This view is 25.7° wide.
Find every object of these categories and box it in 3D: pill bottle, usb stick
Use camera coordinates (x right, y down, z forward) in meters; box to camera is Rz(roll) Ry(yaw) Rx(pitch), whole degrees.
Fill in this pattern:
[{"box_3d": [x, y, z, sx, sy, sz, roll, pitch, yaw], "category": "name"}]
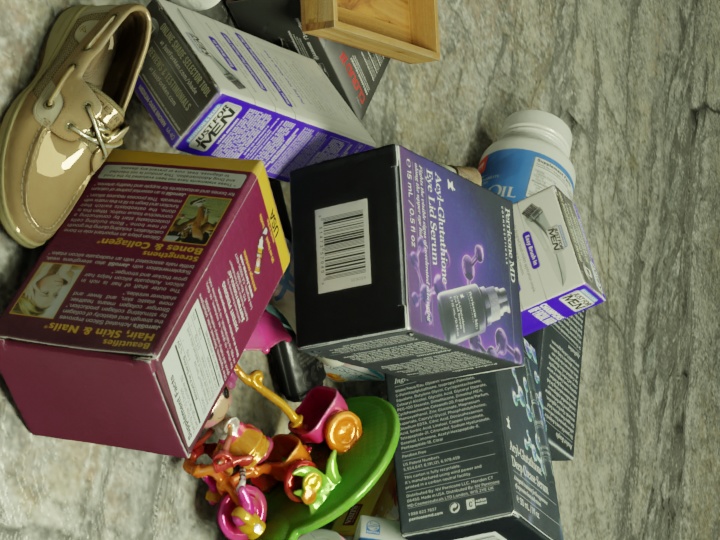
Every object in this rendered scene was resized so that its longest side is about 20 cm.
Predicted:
[{"box_3d": [0.175, -0.076, 1.736, 0.112, 0.112, 0.201, 56, 40, -42], "category": "pill bottle"}, {"box_3d": [-0.069, 0.014, 1.360, 0.055, 0.032, 0.201, -35, 116, -53], "category": "usb stick"}]

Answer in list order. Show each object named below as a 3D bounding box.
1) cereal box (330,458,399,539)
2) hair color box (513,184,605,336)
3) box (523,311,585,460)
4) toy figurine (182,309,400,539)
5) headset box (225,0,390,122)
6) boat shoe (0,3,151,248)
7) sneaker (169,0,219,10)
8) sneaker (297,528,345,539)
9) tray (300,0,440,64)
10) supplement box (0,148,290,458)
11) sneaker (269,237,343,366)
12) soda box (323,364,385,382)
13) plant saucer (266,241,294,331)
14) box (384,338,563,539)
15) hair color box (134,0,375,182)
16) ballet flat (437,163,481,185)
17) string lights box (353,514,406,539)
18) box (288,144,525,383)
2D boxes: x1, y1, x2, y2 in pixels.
[{"box_3d": [0.044, 0.272, 1.524, 0.201, 0.039, 0.144, 66, 35, -31], "category": "cereal box"}, {"box_3d": [0.123, 0.013, 1.513, 0.065, 0.199, 0.110, 31, 39, -54], "category": "hair color box"}, {"box_3d": [0.137, 0.083, 1.590, 0.107, 0.148, 0.201, 39, 54, -52], "category": "box"}, {"box_3d": [-0.094, 0.114, 1.247, 0.200, 0.150, 0.184, -48, 117, -21], "category": "toy figurine"}, {"box_3d": [-0.034, -0.234, 1.414, 0.149, 0.077, 0.201, 62, 35, -36], "category": "headset box"}, {"box_3d": [-0.200, -0.109, 1.108, 0.071, 0.064, 0.201, 46, 48, -48], "category": "boat shoe"}, {"box_3d": [-0.142, -0.306, 1.235, 0.082, 0.077, 0.201, -57, 135, -56], "category": "sneaker"}, {"box_3d": [-0.047, 0.322, 1.340, 0.096, 0.079, 0.201, 77, 22, -63], "category": "sneaker"}, {"box_3d": [0.009, -0.244, 1.379, 0.200, 0.037, 0.099, 2, 85, -61], "category": "tray"}, {"box_3d": [-0.148, 0.018, 1.104, 0.104, 0.130, 0.200, 77, 29, -42], "category": "supplement box"}, {"box_3d": [-0.054, 0.003, 1.270, 0.073, 0.072, 0.200, -54, 135, -12], "category": "sneaker"}, {"box_3d": [0.000, 0.000, 1.458, 0.068, 0.063, 0.201, 39, 54, -52], "category": "soda box"}, {"box_3d": [-0.084, 0.002, 1.306, 0.200, 0.019, 0.070, 26, 74, -43], "category": "plant saucer"}, {"box_3d": [0.100, 0.149, 1.411, 0.148, 0.107, 0.201, 41, 38, -58], "category": "box"}, {"box_3d": [-0.088, -0.133, 1.237, 0.200, 0.065, 0.109, 16, 34, -54], "category": "hair color box"}, {"box_3d": [0.058, -0.057, 1.441, 0.067, 0.068, 0.200, 60, 35, -25], "category": "ballet flat"}, {"box_3d": [0.013, 0.321, 1.345, 0.201, 0.059, 0.103, -85, -173, -50], "category": "string lights box"}, {"box_3d": [0.040, 0.001, 1.261, 0.200, 0.104, 0.149, 17, 65, -56], "category": "box"}]
